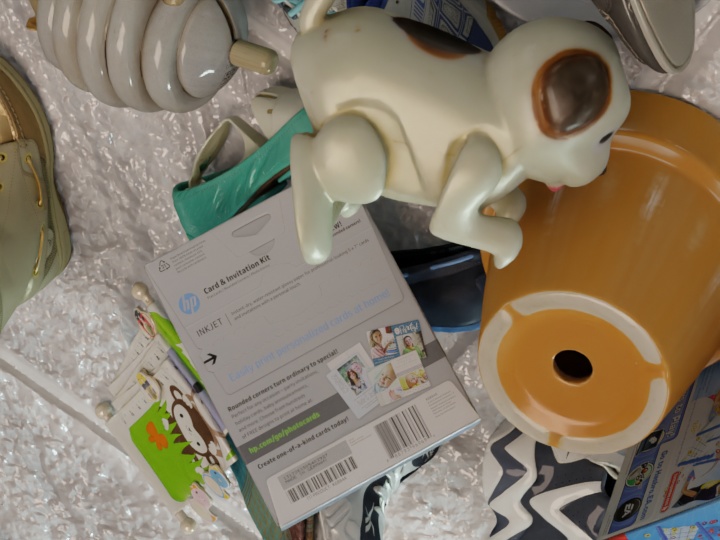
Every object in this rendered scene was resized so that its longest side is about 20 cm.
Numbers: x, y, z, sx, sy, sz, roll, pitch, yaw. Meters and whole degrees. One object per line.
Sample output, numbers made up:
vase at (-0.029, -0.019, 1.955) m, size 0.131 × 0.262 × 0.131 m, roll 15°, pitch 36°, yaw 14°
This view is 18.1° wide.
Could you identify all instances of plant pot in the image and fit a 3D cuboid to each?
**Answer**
plant pot at (0.160, 0.014, 1.459) m, size 0.199 × 0.184 × 0.201 m, roll 11°, pitch 126°, yaw 15°

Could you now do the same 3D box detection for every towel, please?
towel at (-0.074, 0.129, 1.645) m, size 0.022 × 0.200 × 0.148 m, roll -11°, pitch 126°, yaw -17°

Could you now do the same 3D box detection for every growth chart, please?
growth chart at (-0.143, 0.111, 1.708) m, size 0.145 × 0.018 × 0.200 m, roll 48°, pitch 146°, yaw 15°

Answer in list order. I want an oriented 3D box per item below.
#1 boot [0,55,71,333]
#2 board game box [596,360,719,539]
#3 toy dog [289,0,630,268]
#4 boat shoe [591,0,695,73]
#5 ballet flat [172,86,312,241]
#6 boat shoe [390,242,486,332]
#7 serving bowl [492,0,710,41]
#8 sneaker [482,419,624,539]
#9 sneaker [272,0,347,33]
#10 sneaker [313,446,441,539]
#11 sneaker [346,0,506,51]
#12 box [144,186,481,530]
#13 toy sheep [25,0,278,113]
boot at (-0.280, -0.043, 1.617) m, size 0.072 × 0.156 × 0.201 m, roll 3°, pitch 124°, yaw 20°
board game box at (0.266, 0.106, 1.469) m, size 0.195 × 0.200 × 0.056 m, roll -25°, pitch 112°, yaw 34°
toy dog at (0.065, -0.100, 1.372) m, size 0.198 × 0.140 × 0.196 m, roll -3°, pitch 99°, yaw 12°
boat shoe at (0.140, -0.206, 1.314) m, size 0.057 × 0.067 × 0.201 m, roll -4°, pitch 118°, yaw 43°
ballet flat at (-0.064, -0.085, 1.562) m, size 0.200 × 0.067 × 0.071 m, roll -36°, pitch 90°, yaw 34°
boat shoe at (0.000, 0.000, 1.595) m, size 0.198 × 0.084 × 0.069 m, roll -3°, pitch 116°, yaw 4°
serving bowl at (0.145, -0.242, 1.364) m, size 0.199 × 0.066 × 0.201 m, roll 11°, pitch 127°, yaw 16°
sneaker at (0.163, 0.205, 1.645) m, size 0.129 × 0.079 × 0.201 m, roll 10°, pitch 116°, yaw 26°
sneaker at (-0.048, -0.198, 1.460) m, size 0.077 × 0.086 × 0.201 m, roll -17°, pitch 115°, yaw 31°
sneaker at (0.018, 0.145, 1.614) m, size 0.129 × 0.200 × 0.080 m, roll -12°, pitch 139°, yaw -16°
sneaker at (0.032, -0.164, 1.439) m, size 0.075 × 0.088 × 0.201 m, roll 6°, pitch 125°, yaw 54°
box at (-0.033, 0.051, 1.522) m, size 0.155 × 0.041 × 0.201 m, roll -28°, pitch 82°, yaw -6°
toy sheep at (-0.141, -0.169, 1.492) m, size 0.199 × 0.138 × 0.139 m, roll 24°, pitch 131°, yaw 28°
